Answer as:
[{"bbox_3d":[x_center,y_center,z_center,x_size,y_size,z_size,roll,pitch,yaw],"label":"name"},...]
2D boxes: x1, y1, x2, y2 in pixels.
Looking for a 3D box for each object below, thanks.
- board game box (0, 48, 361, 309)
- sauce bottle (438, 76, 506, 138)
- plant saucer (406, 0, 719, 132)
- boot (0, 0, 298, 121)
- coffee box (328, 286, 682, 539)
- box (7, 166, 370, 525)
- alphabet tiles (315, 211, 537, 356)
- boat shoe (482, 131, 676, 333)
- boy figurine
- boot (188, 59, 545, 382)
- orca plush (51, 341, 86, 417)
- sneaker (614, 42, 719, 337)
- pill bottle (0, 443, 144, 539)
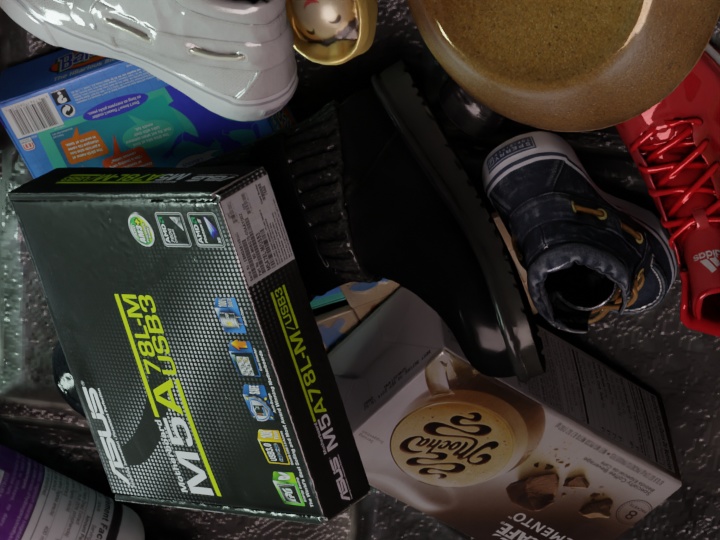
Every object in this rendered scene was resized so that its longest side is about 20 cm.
[{"bbox_3d":[-0.105,-0.052,1.722,0.151,0.045,0.201,-17,121,16],"label":"board game box"},{"bbox_3d":[0.118,-0.153,1.617,0.065,0.065,0.200,34,123,-17],"label":"sauce bottle"},{"bbox_3d":[0.099,-0.170,1.565,0.199,0.035,0.201,8,106,28],"label":"plant saucer"},{"bbox_3d":[-0.120,-0.162,1.594,0.199,0.074,0.096,24,143,19],"label":"boot"},{"bbox_3d":[0.083,0.095,1.757,0.200,0.080,0.113,30,122,-31],"label":"coffee box"},{"bbox_3d":[-0.097,0.039,1.629,0.193,0.047,0.201,1,115,46],"label":"box"},{"bbox_3d":[0.030,0.019,1.741,0.199,0.008,0.167,-20,140,9],"label":"alphabet tiles"},{"bbox_3d":[0.132,0.003,1.662,0.071,0.091,0.200,-28,147,18],"label":"boat shoe"},{"bbox_3d":[-0.056,-0.197,1.606,0.124,0.065,0.201,-21,116,17],"label":"boy figurine"},{"bbox_3d":[0.000,0.000,1.627,0.157,0.212,0.079,-29,154,4],"label":"boot"},{"bbox_3d":[-0.097,0.103,1.770,0.199,0.071,0.105,28,144,-27],"label":"orca plush"},{"bbox_3d":[0.194,-0.046,1.650,0.078,0.116,0.200,-26,118,22],"label":"sneaker"},{"bbox_3d":[-0.207,0.183,1.856,0.199,0.112,0.112,28,123,-13],"label":"pill bottle"}]
